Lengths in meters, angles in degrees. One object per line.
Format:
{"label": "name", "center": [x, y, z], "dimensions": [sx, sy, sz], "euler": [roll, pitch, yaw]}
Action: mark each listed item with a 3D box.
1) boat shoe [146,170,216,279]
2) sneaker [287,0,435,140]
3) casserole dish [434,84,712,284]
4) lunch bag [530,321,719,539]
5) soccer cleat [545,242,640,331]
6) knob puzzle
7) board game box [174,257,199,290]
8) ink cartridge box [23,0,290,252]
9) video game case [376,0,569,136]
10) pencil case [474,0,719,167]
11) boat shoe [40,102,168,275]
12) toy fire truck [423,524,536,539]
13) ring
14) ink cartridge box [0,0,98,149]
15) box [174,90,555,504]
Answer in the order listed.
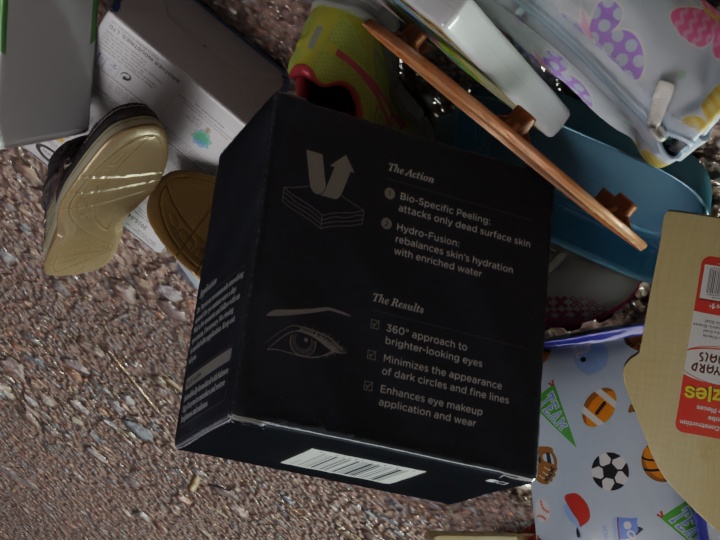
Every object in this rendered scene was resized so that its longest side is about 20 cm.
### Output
{"label": "boat shoe", "center": [-0.065, -0.003, 1.012], "dimensions": [0.198, 0.071, 0.069], "euler": [32, 177, 3]}
{"label": "sneaker", "center": [-0.007, -0.098, 0.944], "dimensions": [0.077, 0.091, 0.201], "euler": [13, 147, 29]}
{"label": "casserole dish", "center": [0.143, -0.062, 0.899], "dimensions": [0.198, 0.039, 0.122], "euler": [25, 150, 15]}
{"label": "lunch bag", "center": [0.213, 0.116, 0.926], "dimensions": [0.197, 0.173, 0.124], "euler": [-7, 175, 22]}
{"label": "soccer cleat", "center": [0.101, -0.009, 0.989], "dimensions": [0.198, 0.070, 0.087], "euler": [5, 142, 43]}
{"label": "knob puzzle", "center": [0.257, 0.075, 0.844], "dimensions": [0.218, 0.222, 0.030], "euler": [29, -167, 8]}
{"label": "board game box", "center": [-0.090, -0.025, 1.193], "dimensions": [0.198, 0.044, 0.200], "euler": [7, 140, 40]}
{"label": "ink cartridge box", "center": [-0.162, -0.108, 1.048], "dimensions": [0.136, 0.077, 0.200], "euler": [39, 132, -8]}
{"label": "video game case", "center": [0.019, -0.155, 0.748], "dimensions": [0.182, 0.023, 0.200], "euler": [43, -173, 23]}
{"label": "pencil case", "center": [0.115, -0.143, 0.746], "dimensions": [0.199, 0.091, 0.083], "euler": [39, 151, -8]}
{"label": "boat shoe", "center": [-0.191, -0.065, 0.990], "dimensions": [0.066, 0.071, 0.200], "euler": [68, 150, 19]}
{"label": "toy fire truck", "center": [0.150, 0.302, 1.388], "dimensions": [0.201, 0.129, 0.176], "euler": [50, 150, -6]}
{"label": "ring", "center": [0.083, -0.080, 0.774], "dimensions": [0.200, 0.019, 0.200], "euler": [39, -173, -5]}
{"label": "ink cartridge box", "center": [-0.278, -0.193, 0.987], "dimensions": [0.199, 0.083, 0.147], "euler": [29, 121, 34]}
{"label": "box", "center": [0.005, 0.024, 0.860], "dimensions": [0.194, 0.203, 0.117], "euler": [15, 159, -21]}
